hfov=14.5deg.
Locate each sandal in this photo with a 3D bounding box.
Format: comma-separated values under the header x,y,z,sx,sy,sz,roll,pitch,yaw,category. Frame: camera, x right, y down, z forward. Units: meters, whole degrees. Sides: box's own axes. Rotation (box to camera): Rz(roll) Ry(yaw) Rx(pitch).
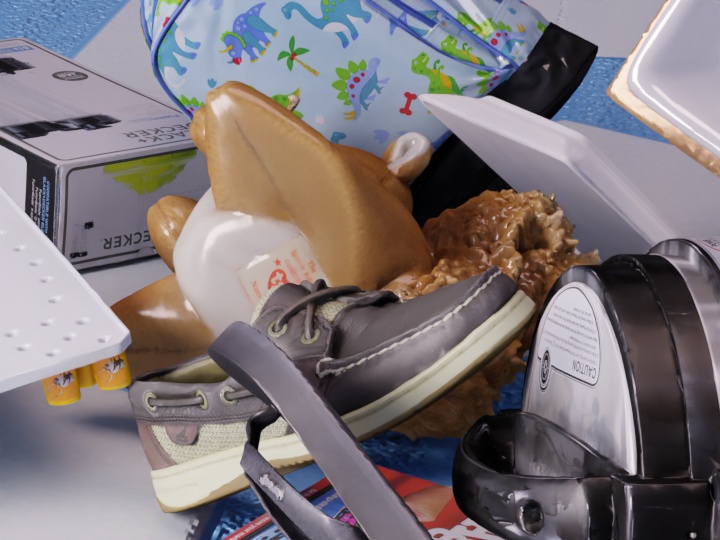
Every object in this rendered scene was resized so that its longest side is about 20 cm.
x,y,z,sx,sy,sz,roll,pitch,yaw,category
-0.003,0.093,0.998,0.043,0.076,0.200,-38,58,-2,sandal

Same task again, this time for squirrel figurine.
x,y,z,sx,sy,sz,roll,pitch,yaw,category
0.000,0.000,1.287,0.200,0.142,0.187,24,12,8,squirrel figurine

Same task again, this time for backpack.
x,y,z,sx,sy,sz,roll,pitch,yaw,category
-0.013,-0.110,1.416,0.200,0.163,0.154,47,35,4,backpack

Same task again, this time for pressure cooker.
x,y,z,sx,sy,sz,roll,pitch,yaw,category
0.134,0.080,1.017,0.199,0.176,0.179,1,53,-11,pressure cooker

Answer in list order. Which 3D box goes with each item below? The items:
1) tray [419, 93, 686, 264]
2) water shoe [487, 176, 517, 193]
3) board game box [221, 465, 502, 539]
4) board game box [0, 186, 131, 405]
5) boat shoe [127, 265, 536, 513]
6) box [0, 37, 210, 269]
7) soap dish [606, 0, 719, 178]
x,y,z,sx,sy,sz,roll,pitch,yaw,category
0.118,-0.027,1.356,0.107,0.022,0.200,26,-10,45,tray
0.037,-0.079,1.575,0.200,0.072,0.079,23,24,39,water shoe
-0.010,0.123,1.082,0.103,0.019,0.200,16,23,26,board game box
-0.218,0.033,1.197,0.200,0.026,0.200,-19,27,-17,board game box
-0.021,0.037,1.105,0.201,0.066,0.072,-28,6,40,boat shoe
-0.170,-0.064,1.495,0.116,0.060,0.200,-11,26,-38,box
0.241,-0.092,1.332,0.200,0.158,0.081,37,14,16,soap dish
